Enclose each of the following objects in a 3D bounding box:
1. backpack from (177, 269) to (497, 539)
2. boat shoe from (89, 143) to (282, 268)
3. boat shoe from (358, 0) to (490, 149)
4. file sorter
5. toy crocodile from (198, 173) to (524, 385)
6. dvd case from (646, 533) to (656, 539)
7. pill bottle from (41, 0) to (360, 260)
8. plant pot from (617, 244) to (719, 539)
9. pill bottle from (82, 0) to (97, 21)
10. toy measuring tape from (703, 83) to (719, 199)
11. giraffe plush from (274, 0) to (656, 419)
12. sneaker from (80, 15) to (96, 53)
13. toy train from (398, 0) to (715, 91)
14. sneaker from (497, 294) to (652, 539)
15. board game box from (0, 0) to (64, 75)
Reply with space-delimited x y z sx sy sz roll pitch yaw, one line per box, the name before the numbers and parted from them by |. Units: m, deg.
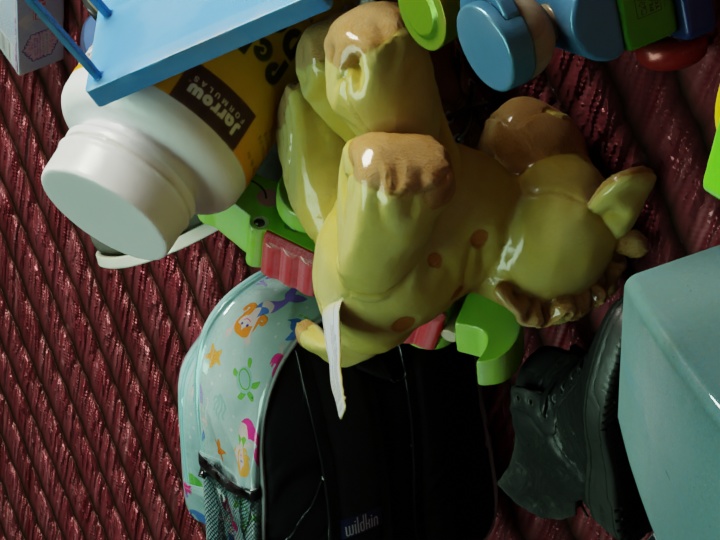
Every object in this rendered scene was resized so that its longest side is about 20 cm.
backpack | -0.016 0.083 1.651 0.150 0.177 0.201 34 137 44
boat shoe | -0.083 -0.056 1.621 0.201 0.072 0.060 -22 108 36
boat shoe | 0.039 -0.087 1.521 0.068 0.072 0.201 27 145 24
file sorter | -0.098 -0.211 1.435 0.123 0.138 0.201 49 -149 -38
toy crocodile | 0.000 0.000 1.538 0.199 0.062 0.068 26 146 7
dvd case | 0.176 0.231 1.569 0.149 0.016 0.200 62 157 16
pill bottle | -0.084 -0.107 1.509 0.109 0.201 0.109 27 158 12
plant pot | 0.200 0.079 1.236 0.200 0.141 0.142 -126 25 -44
pill bottle | -0.108 -0.233 1.638 0.112 0.111 0.201 50 151 35
toy measuring tape | 0.194 -0.103 1.192 0.074 0.073 0.201 37 120 50
giraffe plush | 0.057 -0.032 1.425 0.172 0.161 0.201 172 95 -74
sneaker | -0.101 -0.112 1.790 0.200 0.074 0.082 45 150 26
toy train | 0.066 -0.137 1.342 0.200 0.115 0.085 27 135 56
sneaker | 0.115 0.068 1.494 0.104 0.060 0.200 42 150 37
board game box | -0.273 -0.277 2.045 0.200 0.041 0.200 53 154 31
